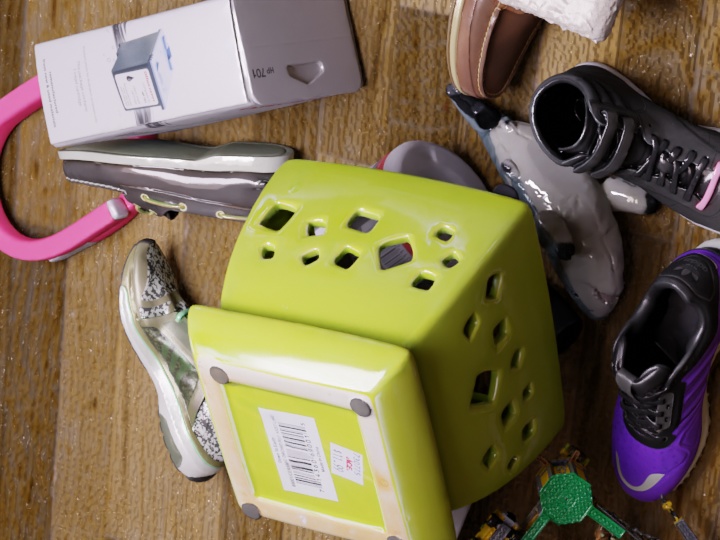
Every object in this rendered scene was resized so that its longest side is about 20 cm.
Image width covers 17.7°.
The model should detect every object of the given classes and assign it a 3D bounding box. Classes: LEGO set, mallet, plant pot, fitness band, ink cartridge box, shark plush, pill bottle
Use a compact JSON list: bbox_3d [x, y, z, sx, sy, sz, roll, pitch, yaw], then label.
[{"bbox_3d":[0.165,0.214,1.631,0.199,0.116,0.154,28,101,-6],"label":"LEGO set"},{"bbox_3d":[0.108,-0.011,1.606,0.041,0.200,0.066,-40,55,-10],"label":"mallet"},{"bbox_3d":[0.004,0.066,1.539,0.198,0.182,0.201,11,133,30],"label":"plant pot"},{"bbox_3d":[-0.252,-0.089,1.923,0.199,0.037,0.144,-27,83,35],"label":"fitness band"},{"bbox_3d":[-0.122,-0.153,1.747,0.199,0.146,0.086,-11,91,36],"label":"ink cartridge box"},{"bbox_3d":[0.116,-0.055,1.649,0.200,0.091,0.083,41,151,17],"label":"shark plush"},{"bbox_3d":[0.000,0.000,1.711,0.200,0.114,0.114,-35,79,36],"label":"pill bottle"}]

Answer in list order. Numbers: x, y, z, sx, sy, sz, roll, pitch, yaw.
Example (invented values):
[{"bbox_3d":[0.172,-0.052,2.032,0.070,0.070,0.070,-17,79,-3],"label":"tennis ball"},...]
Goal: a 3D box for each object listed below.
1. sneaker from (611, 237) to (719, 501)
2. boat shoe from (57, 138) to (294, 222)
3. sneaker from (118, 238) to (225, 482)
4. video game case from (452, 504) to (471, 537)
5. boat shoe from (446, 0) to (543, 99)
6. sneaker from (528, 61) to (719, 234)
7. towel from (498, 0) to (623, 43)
[{"bbox_3d":[0.201,0.075,1.588,0.069,0.099,0.201,28,118,28],"label":"sneaker"},{"bbox_3d":[-0.147,-0.069,1.816,0.200,0.072,0.061,4,106,22],"label":"boat shoe"},{"bbox_3d":[-0.126,0.064,1.853,0.088,0.077,0.201,-19,94,24],"label":"sneaker"},{"bbox_3d":[0.038,0.191,1.700,0.022,0.183,0.201,16,114,-9],"label":"video game case"},{"bbox_3d":[0.116,-0.208,1.610,0.067,0.072,0.201,30,113,29],"label":"boat shoe"},{"bbox_3d":[0.195,-0.074,1.564,0.200,0.099,0.071,35,116,24],"label":"sneaker"},{"bbox_3d":[0.102,-0.247,1.561,0.199,0.034,0.133,26,105,21],"label":"towel"}]
